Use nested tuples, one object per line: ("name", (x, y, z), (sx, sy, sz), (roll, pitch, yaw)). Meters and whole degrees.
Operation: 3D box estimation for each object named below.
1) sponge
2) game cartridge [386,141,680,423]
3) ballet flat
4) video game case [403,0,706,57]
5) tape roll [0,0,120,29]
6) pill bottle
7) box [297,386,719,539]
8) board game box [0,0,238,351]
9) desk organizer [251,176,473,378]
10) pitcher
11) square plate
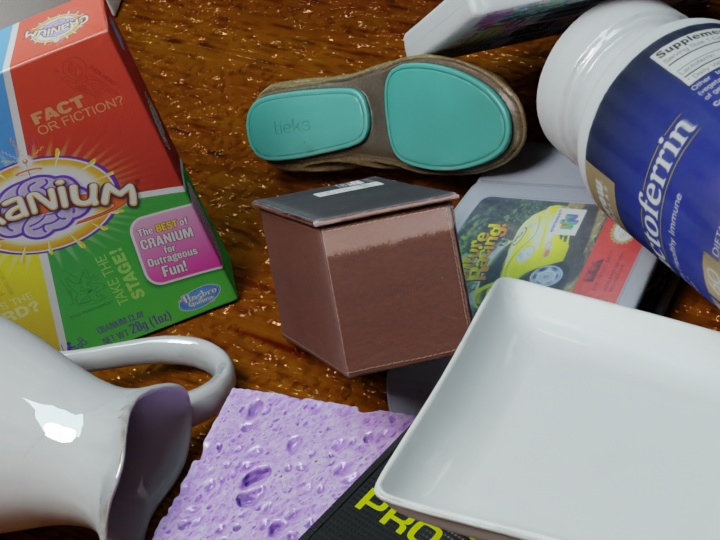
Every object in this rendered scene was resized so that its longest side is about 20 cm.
("sponge", (0.002, 0.119, 1.250), (0.199, 0.030, 0.112), (6, 49, 30))
("game cartridge", (0.095, 0.009, 1.322), (0.133, 0.041, 0.200), (1, 46, 32))
("ballet flat", (0.027, -0.085, 1.423), (0.200, 0.068, 0.072), (-4, 4, 41))
("video game case", (0.126, -0.150, 1.365), (0.181, 0.024, 0.200), (-13, 0, -9))
("tape roll", (-0.270, -0.220, 1.658), (0.202, 0.139, 0.203), (-14, 41, 12))
("pill bottle", (0.178, -0.054, 1.239), (0.116, 0.116, 0.200), (-33, 41, -11))
("box", (0.079, 0.146, 1.138), (0.200, 0.044, 0.160), (29, 59, 30))
("board game box", (-0.171, -0.039, 1.370), (0.153, 0.200, 0.040), (-21, 40, 3))
("desk organizer", (0.000, 0.000, 1.288), (0.071, 0.077, 0.200), (-11, 6, -10))
("pitcher", (-0.179, 0.073, 1.336), (0.199, 0.122, 0.172), (11, 30, 20))
("square plate", (0.127, 0.082, 1.135), (0.197, 0.029, 0.200), (15, 32, 13))
